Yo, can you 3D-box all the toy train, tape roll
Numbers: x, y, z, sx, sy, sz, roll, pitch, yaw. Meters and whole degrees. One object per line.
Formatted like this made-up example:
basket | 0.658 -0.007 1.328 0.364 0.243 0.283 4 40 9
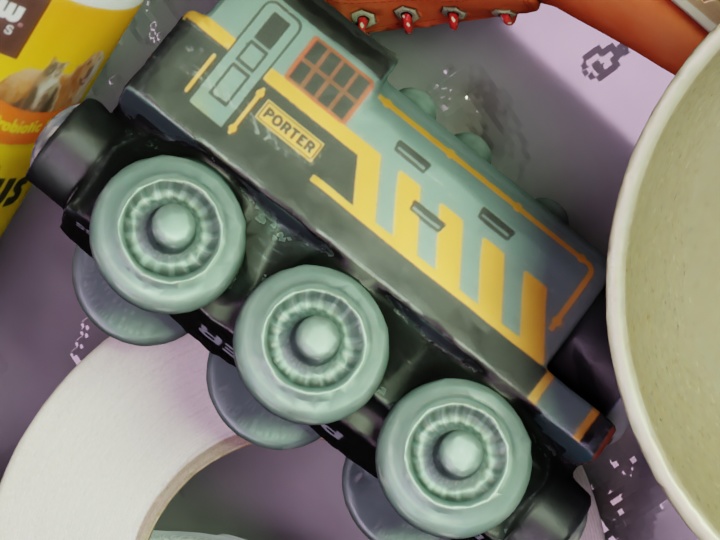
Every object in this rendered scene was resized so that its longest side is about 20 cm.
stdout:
toy train | 0.000 0.000 0.843 0.200 0.085 0.114 38 75 -1
tape roll | -0.020 0.102 0.891 0.201 0.037 0.205 0 87 -2

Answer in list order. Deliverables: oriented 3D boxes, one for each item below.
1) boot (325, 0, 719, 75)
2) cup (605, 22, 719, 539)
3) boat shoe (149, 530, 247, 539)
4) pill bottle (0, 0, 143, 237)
boot | 0.039 -0.102 0.860 0.199 0.075 0.108 36 121 8
cup | 0.181 -0.005 0.791 0.199 0.143 0.202 4 103 17
boat shoe | -0.081 0.119 0.942 0.199 0.062 0.072 17 74 -2
pill bottle | -0.136 -0.077 0.891 0.109 0.109 0.201 36 109 7
